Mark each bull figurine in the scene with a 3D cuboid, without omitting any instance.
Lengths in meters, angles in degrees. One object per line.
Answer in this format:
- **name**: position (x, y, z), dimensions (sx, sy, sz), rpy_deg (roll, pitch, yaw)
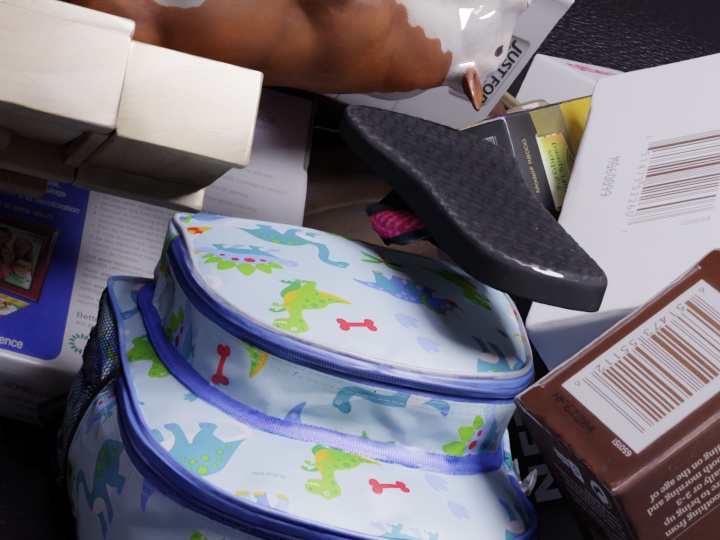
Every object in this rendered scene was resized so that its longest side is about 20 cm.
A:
- **bull figurine**: position (-0.032, -0.117, 1.128), dimensions (0.198, 0.122, 0.065), rpy_deg (-3, 38, 8)

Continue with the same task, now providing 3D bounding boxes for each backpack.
- **backpack**: position (-0.020, 0.071, 1.053), dimensions (0.182, 0.148, 0.200), rpy_deg (13, 23, -14)

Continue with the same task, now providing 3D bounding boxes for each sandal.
- **sandal**: position (0.036, -0.017, 1.079), dimensions (0.075, 0.045, 0.200), rpy_deg (11, 19, -20)

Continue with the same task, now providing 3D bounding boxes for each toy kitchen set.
- **toy kitchen set**: position (-0.168, -0.006, 1.111), dimensions (0.199, 0.182, 0.163), rpy_deg (13, -13, -16)

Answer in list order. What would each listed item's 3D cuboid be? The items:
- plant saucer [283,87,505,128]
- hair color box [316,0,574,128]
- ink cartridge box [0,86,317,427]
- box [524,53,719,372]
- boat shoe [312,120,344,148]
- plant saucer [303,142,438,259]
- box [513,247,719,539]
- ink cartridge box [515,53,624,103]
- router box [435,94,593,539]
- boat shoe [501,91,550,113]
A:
- **plant saucer**: position (-0.021, -0.098, 1.366), dimensions (0.199, 0.035, 0.200), rpy_deg (12, -4, 1)
- **hair color box**: position (-0.018, -0.137, 1.203), dimensions (0.199, 0.102, 0.061), rpy_deg (22, 40, -20)
- **ink cartridge box**: position (-0.123, -0.018, 1.222), dimensions (0.196, 0.047, 0.201), rpy_deg (15, 45, -10)
- **box**: position (0.169, 0.031, 1.169), dimensions (0.106, 0.200, 0.153), rpy_deg (-10, 39, 29)
- **boat shoe**: position (-0.075, -0.064, 1.496), dimensions (0.200, 0.064, 0.073), rpy_deg (22, 24, 25)
- **plant saucer**: position (0.000, 0.000, 1.317), dimensions (0.199, 0.035, 0.201), rpy_deg (-8, 32, 5)
- **box**: position (0.144, 0.099, 1.044), dimensions (0.100, 0.201, 0.075), rpy_deg (-35, 39, -9)
- **ink cartridge box**: position (0.190, -0.044, 1.599), dimensions (0.199, 0.085, 0.146), rpy_deg (29, 11, 24)
- **router box**: position (0.105, 0.024, 1.233), dimensions (0.052, 0.201, 0.157), rpy_deg (-14, 2, 33)
- **boat shoe**: position (0.085, -0.060, 1.480), dimensions (0.072, 0.065, 0.200), rpy_deg (1, 27, -41)
